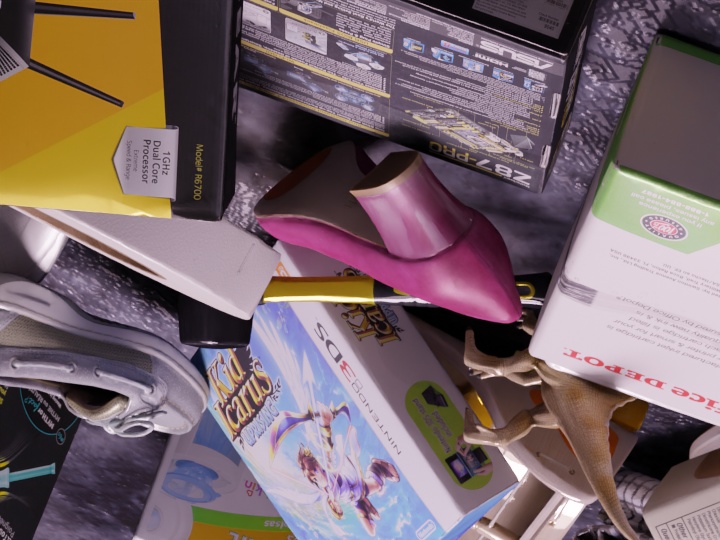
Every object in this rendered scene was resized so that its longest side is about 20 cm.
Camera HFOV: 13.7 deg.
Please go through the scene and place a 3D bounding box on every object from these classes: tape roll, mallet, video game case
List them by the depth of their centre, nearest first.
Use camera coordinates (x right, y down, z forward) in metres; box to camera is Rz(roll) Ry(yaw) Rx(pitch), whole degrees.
[{"bbox_3d":[-0.133,-0.035,1.454,0.203,0.037,0.203,27,176,2],"label":"tape roll"},{"bbox_3d":[0.000,0.000,1.576,0.200,0.066,0.041,-7,177,9],"label":"mallet"},{"bbox_3d":[-0.011,0.085,1.683,0.181,0.045,0.200,56,152,10],"label":"video game case"}]

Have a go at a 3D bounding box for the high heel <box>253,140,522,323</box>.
[{"bbox_3d":[0.013,-0.014,1.518,0.096,0.067,0.200,53,157,-15],"label":"high heel"}]

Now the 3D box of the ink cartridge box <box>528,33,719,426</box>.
[{"bbox_3d":[0.177,-0.010,1.457,0.145,0.084,0.200,20,152,1],"label":"ink cartridge box"}]

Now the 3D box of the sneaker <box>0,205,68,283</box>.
[{"bbox_3d":[-0.216,-0.028,1.690,0.080,0.071,0.200,35,149,-21],"label":"sneaker"}]

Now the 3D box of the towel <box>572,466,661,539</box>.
[{"bbox_3d":[0.229,0.198,1.728,0.200,0.086,0.166,31,173,-25],"label":"towel"}]

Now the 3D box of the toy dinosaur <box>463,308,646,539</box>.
[{"bbox_3d":[0.104,0.061,1.543,0.101,0.200,0.058,0,121,4],"label":"toy dinosaur"}]

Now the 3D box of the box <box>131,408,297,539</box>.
[{"bbox_3d":[-0.038,0.171,1.880,0.200,0.113,0.101,19,152,-2],"label":"box"}]

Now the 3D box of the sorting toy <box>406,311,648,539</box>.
[{"bbox_3d":[0.053,0.086,1.699,0.180,0.107,0.200,36,148,4],"label":"sorting toy"}]

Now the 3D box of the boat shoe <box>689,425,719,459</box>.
[{"bbox_3d":[0.259,0.119,1.645,0.200,0.069,0.071,-8,144,43],"label":"boat shoe"}]

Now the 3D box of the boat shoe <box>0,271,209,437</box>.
[{"bbox_3d":[-0.163,0.058,1.690,0.074,0.065,0.202,-2,159,35],"label":"boat shoe"}]

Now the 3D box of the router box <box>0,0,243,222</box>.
[{"bbox_3d":[-0.125,-0.128,1.303,0.149,0.051,0.200,4,106,4],"label":"router box"}]

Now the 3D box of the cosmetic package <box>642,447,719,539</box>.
[{"bbox_3d":[0.259,0.122,1.545,0.200,0.071,0.105,-23,98,25],"label":"cosmetic package"}]

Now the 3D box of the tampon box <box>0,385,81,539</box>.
[{"bbox_3d":[-0.282,0.116,1.842,0.126,0.200,0.150,2,147,29],"label":"tampon box"}]

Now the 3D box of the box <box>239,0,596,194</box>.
[{"bbox_3d":[0.005,-0.114,1.390,0.200,0.049,0.161,20,158,7],"label":"box"}]
